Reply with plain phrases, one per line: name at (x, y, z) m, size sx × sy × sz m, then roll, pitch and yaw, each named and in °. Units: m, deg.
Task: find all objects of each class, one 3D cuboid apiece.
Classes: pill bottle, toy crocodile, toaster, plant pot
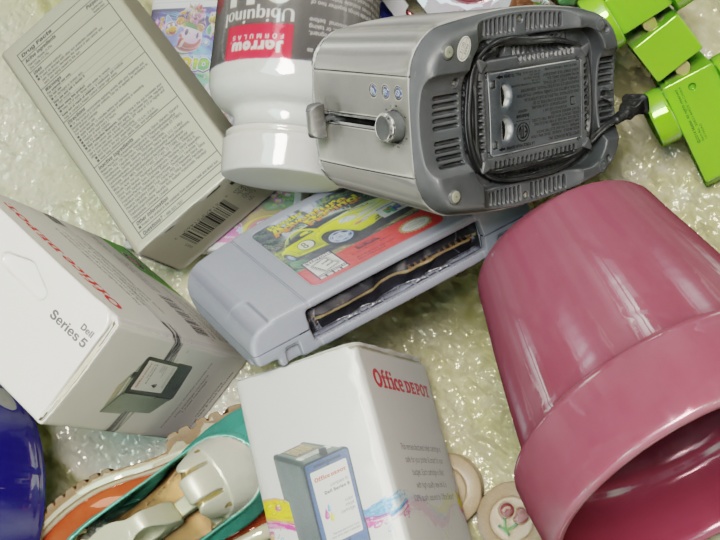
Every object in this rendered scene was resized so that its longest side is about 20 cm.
pill bottle at (-0.043, -0.157, 0.815) m, size 0.111 × 0.111 × 0.200 m, roll 2°, pitch 82°, yaw 18°
toy crocodile at (0.195, -0.142, 0.785) m, size 0.067 × 0.062 × 0.200 m, roll -32°, pitch 111°, yaw 13°
toaster at (0.064, -0.103, 0.741) m, size 0.129 × 0.200 × 0.114 m, roll 14°, pitch 115°, yaw 48°
plant pot at (0.163, 0.053, 0.734) m, size 0.200 × 0.200 × 0.179 m, roll -33°, pitch 56°, yaw 10°

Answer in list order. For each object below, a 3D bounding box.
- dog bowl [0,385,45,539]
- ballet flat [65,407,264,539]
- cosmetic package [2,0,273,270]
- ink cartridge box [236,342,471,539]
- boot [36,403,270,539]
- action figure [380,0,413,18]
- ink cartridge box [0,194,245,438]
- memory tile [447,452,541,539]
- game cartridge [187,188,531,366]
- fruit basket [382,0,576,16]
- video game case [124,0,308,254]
dog bowl at (-0.316, 0.165, 0.882) m, size 0.200 × 0.079 × 0.200 m, roll -10°, pitch 75°, yaw 40°
ballet flat at (-0.118, 0.156, 0.798) m, size 0.200 × 0.070 × 0.067 m, roll -38°, pitch 82°, yaw 0°
cosmetic package at (-0.164, -0.110, 0.904) m, size 0.103 × 0.073 × 0.200 m, roll -38°, pitch 71°, yaw 7°
ink cartridge box at (0.009, 0.155, 0.761) m, size 0.087 × 0.145 × 0.200 m, roll -17°, pitch 76°, yaw 16°
boot at (-0.143, 0.183, 0.864) m, size 0.200 × 0.075 × 0.107 m, roll -27°, pitch 78°, yaw 10°
action figure at (0.017, -0.160, 0.890) m, size 0.065 × 0.052 × 0.200 m, roll -24°, pitch 75°, yaw 7°
ink cartridge box at (-0.187, 0.035, 0.836) m, size 0.145 × 0.200 × 0.084 m, roll 39°, pitch 93°, yaw 21°
memory tile at (0.061, 0.204, 0.821) m, size 0.200 × 0.017 × 0.153 m, roll 22°, pitch 87°, yaw 20°
game cartridge at (-0.007, -0.014, 0.787) m, size 0.200 × 0.041 × 0.133 m, roll -28°, pitch 25°, yaw -18°
fruit basket at (0.105, -0.233, 0.841) m, size 0.200 × 0.094 × 0.185 m, roll -36°, pitch 73°, yaw 1°
video game case at (-0.103, -0.112, 0.933) m, size 0.143 × 0.018 × 0.200 m, roll 2°, pitch 80°, yaw 19°
